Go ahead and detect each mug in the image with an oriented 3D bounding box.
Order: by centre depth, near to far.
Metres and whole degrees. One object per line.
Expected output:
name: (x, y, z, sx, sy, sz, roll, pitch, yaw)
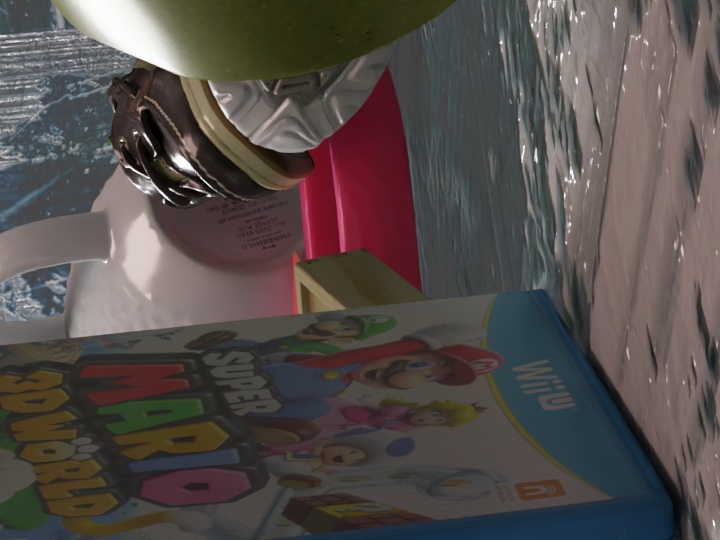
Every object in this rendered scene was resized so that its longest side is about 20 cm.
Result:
mug: (-0.092, 0.009, 1.090, 0.175, 0.200, 0.148, 108, 154, -59)

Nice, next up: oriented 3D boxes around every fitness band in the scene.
fitness band: (0.000, 0.000, 0.940, 0.144, 0.037, 0.200, -118, 21, -78)

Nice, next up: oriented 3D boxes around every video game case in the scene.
video game case: (-0.044, 0.042, 0.505, 0.143, 0.200, 0.018, -110, 15, -72)

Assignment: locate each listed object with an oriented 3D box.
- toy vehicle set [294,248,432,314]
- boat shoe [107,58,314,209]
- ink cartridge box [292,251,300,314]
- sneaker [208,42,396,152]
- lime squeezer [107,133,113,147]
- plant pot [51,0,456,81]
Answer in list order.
toy vehicle set: (0.017, 0.105, 0.748, 0.124, 0.026, 0.200, -138, 41, -64)
boat shoe: (-0.069, -0.055, 0.946, 0.073, 0.065, 0.200, 45, -176, -14)
ink cartridge box: (-0.012, 0.109, 0.886, 0.200, 0.050, 0.161, 89, 155, -63)
sneaker: (-0.018, -0.145, 0.837, 0.099, 0.078, 0.200, -88, 3, -74)
lime squeezer: (-0.047, -0.135, 1.041, 0.038, 0.071, 0.200, 40, 113, 42)
plant pot: (-0.038, -0.140, 0.448, 0.190, 0.200, 0.200, 71, -172, -55)
